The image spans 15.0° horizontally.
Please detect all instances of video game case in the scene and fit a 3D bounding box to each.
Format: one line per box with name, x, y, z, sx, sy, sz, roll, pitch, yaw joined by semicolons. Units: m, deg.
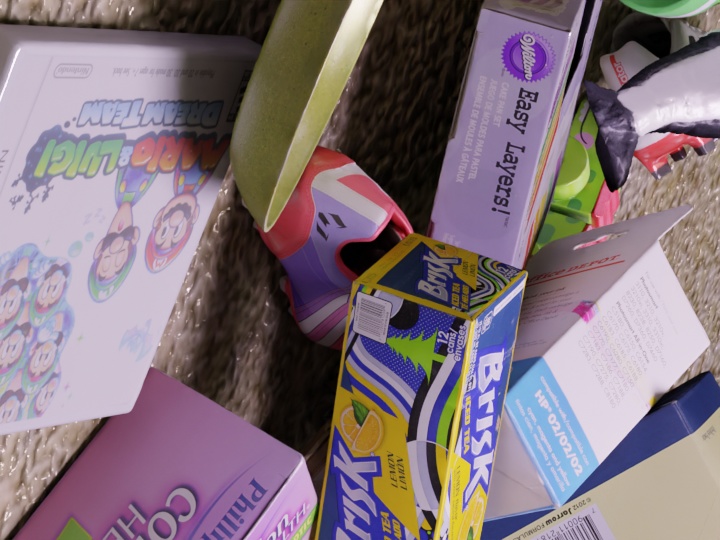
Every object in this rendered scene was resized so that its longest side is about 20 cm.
video game case;-0.124;-0.014;1.150;0.200;0.024;0.183;-7;122;-62

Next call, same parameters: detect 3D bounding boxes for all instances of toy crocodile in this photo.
toy crocodile;0.112;-0.015;1.557;0.068;0.061;0.201;81;31;-53

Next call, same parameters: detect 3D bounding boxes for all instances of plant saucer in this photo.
plant saucer;-0.013;-0.114;1.189;0.200;0.031;0.201;25;90;-89

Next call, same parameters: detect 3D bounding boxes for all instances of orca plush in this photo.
orca plush;0.211;-0.084;1.498;0.199;0.105;0.071;-28;157;-24

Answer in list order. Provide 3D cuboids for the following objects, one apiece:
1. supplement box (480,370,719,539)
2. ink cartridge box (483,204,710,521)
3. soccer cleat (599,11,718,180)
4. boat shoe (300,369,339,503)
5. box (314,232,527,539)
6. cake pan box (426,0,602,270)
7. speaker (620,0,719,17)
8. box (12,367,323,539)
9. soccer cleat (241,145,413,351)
supplement box;0.143;0.194;1.454;0.199;0.201;0.134;-30;177;16
ink cartridge box;0.099;0.050;1.415;0.200;0.115;0.068;-42;108;-42
soccer cleat;0.185;-0.119;1.606;0.068;0.086;0.200;-27;-171;24
boat shoe;0.005;0.084;1.465;0.200;0.066;0.074;-53;158;-51
box;0.024;0.090;1.295;0.070;0.064;0.201;-39;143;-57
cake pan box;0.080;-0.084;1.381;0.184;0.052;0.201;-67;170;-59
speaker;0.209;-0.196;1.547;0.200;0.088;0.089;-23;136;-55
box;-0.099;0.180;1.324;0.176;0.096;0.200;-52;155;-21
soccer cleat;0.000;0.000;1.349;0.067;0.076;0.200;-55;155;-13
